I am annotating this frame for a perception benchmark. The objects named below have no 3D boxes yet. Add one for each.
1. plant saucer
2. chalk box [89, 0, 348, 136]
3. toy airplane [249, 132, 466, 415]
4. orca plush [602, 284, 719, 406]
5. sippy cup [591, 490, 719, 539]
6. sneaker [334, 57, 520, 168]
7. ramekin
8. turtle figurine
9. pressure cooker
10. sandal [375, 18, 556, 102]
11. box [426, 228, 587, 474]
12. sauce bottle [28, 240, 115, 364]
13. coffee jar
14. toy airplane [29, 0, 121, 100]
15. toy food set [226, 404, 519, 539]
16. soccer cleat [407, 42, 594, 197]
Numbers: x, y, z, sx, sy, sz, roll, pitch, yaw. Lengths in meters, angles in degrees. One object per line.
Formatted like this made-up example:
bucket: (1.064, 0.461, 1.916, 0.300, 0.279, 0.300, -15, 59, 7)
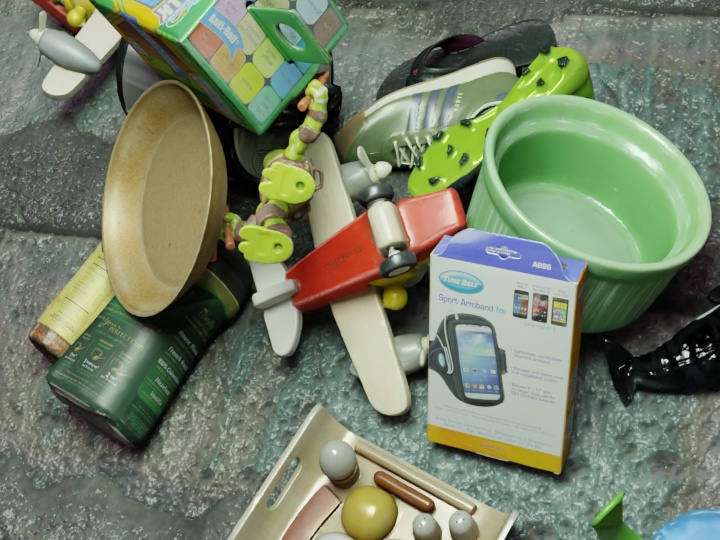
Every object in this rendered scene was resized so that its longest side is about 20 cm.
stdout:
plant saucer: (-0.165, -0.060, 0.972, 0.199, 0.035, 0.204, -12, 75, 51)
chalk box: (-0.104, -0.204, 0.912, 0.124, 0.125, 0.199, -50, 47, -8)
toy airplane: (0.000, 0.000, 0.996, 0.198, 0.140, 0.203, 26, 106, 37)
orca plush: (0.298, 0.043, 0.922, 0.196, 0.071, 0.107, -7, 57, 10)
sippy cup: (0.244, 0.233, 0.783, 0.175, 0.131, 0.142, 5, 60, 17)
sneaker: (0.078, -0.133, 1.089, 0.197, 0.068, 0.091, -24, 52, -4)
ramekin: (0.184, -0.045, 0.951, 0.196, 0.098, 0.202, 9, 47, -10)
turtle figurine: (-0.069, -0.061, 0.929, 0.201, 0.064, 0.162, -53, 15, 17)
pressure cooker: (-0.121, -0.183, 1.106, 0.198, 0.180, 0.177, 25, 64, 27)
sandal: (0.103, -0.214, 1.145, 0.198, 0.048, 0.076, -24, 56, -2)
box: (0.114, 0.057, 0.891, 0.117, 0.203, 0.041, 12, 29, 21)
sauce bottle: (-0.236, 0.005, 1.089, 0.065, 0.066, 0.201, 25, 65, 26)
coffee jar: (-0.188, 0.053, 1.032, 0.103, 0.086, 0.201, 22, 67, 33)
toy airplane: (-0.273, -0.293, 1.235, 0.196, 0.142, 0.202, -19, 56, 1)
toy food set: (0.008, 0.210, 0.900, 0.198, 0.061, 0.144, 24, 67, 27)
soccer cleat: (0.133, -0.120, 1.032, 0.199, 0.081, 0.068, -39, 45, 6)
